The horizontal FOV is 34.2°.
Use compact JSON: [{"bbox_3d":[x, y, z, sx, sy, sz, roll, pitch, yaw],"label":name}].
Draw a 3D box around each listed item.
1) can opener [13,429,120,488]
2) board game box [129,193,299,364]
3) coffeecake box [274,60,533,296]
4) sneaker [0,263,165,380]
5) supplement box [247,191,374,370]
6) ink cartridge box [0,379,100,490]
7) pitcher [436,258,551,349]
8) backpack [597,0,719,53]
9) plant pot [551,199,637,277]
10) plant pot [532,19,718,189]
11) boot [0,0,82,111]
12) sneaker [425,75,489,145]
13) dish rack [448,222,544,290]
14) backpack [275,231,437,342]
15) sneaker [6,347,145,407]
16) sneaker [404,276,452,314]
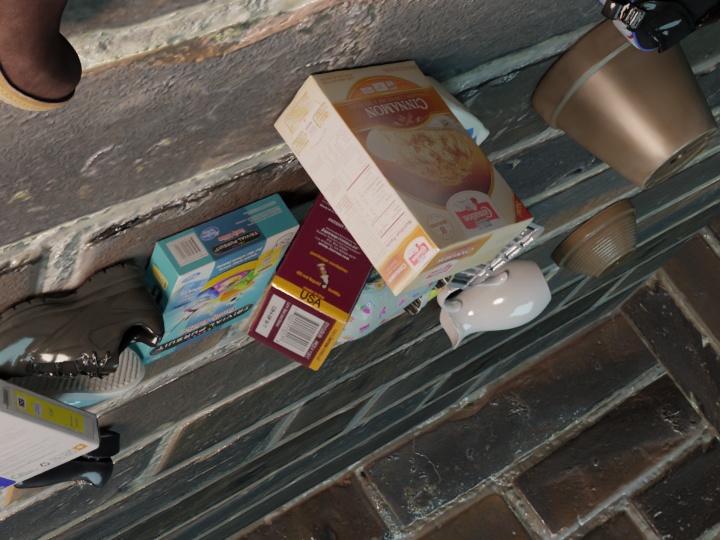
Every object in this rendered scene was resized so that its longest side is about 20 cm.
[{"bbox_3d":[-0.386,0.249,1.492,0.063,0.079,0.200,1,-179,30],"label":"can opener"},{"bbox_3d":[-0.164,0.013,1.250,0.151,0.047,0.200,-25,162,-33],"label":"board game box"},{"bbox_3d":[0.041,-0.091,1.082,0.153,0.200,0.073,-19,158,-48],"label":"coffeecake box"},{"bbox_3d":[-0.273,0.067,1.094,0.200,0.091,0.076,-27,165,-25],"label":"sneaker"},{"bbox_3d":[-0.030,-0.014,1.212,0.200,0.085,0.110,-64,-176,-36],"label":"supplement box"},{"bbox_3d":[-0.386,0.161,1.098,0.197,0.047,0.200,-23,148,18],"label":"ink cartridge box"},{"bbox_3d":[0.237,0.045,2.118,0.200,0.121,0.172,-24,149,-1],"label":"pitcher"},{"bbox_3d":[0.295,-0.299,1.101,0.200,0.154,0.190,-31,157,7],"label":"backpack"},{"bbox_3d":[0.503,-0.050,2.421,0.201,0.093,0.201,-32,164,-10],"label":"plant pot"},{"bbox_3d":[0.343,-0.203,1.454,0.200,0.174,0.200,-32,164,-10],"label":"plant pot"},{"bbox_3d":[-0.159,-0.174,0.639,0.166,0.072,0.200,-35,162,5],"label":"boot"},{"bbox_3d":[0.071,-0.135,1.247,0.111,0.077,0.200,-47,170,8],"label":"sneaker"},{"bbox_3d":[0.207,-0.038,1.907,0.172,0.044,0.200,-39,165,15],"label":"dish rack"},{"bbox_3d":[0.000,0.000,1.415,0.200,0.127,0.167,-32,162,-24],"label":"backpack"},{"bbox_3d":[-0.322,0.122,1.204,0.200,0.074,0.082,-7,152,-40],"label":"sneaker"},{"bbox_3d":[0.111,-0.011,1.744,0.090,0.078,0.200,-37,173,-28],"label":"sneaker"}]
